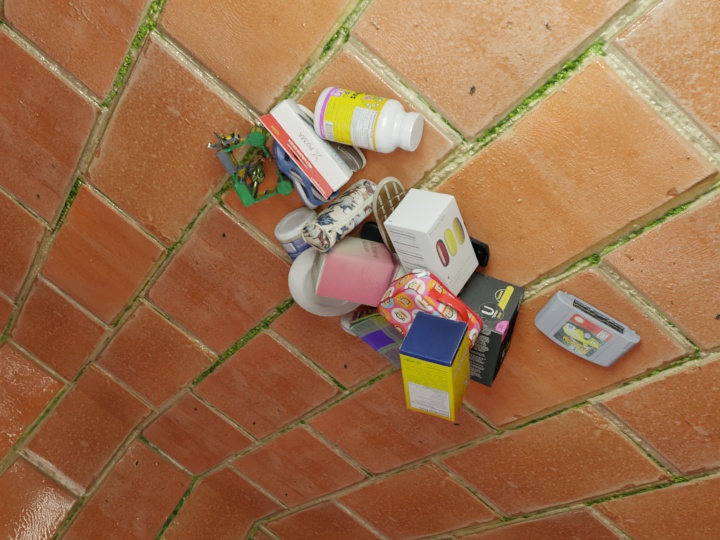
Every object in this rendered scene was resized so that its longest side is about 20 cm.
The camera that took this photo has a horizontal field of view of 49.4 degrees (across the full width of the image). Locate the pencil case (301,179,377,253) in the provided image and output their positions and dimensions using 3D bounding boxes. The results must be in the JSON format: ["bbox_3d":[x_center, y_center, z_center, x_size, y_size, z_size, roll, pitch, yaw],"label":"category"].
[{"bbox_3d":[-0.032,-0.119,1.672,0.089,0.200,0.078,6,129,47],"label":"pencil case"}]

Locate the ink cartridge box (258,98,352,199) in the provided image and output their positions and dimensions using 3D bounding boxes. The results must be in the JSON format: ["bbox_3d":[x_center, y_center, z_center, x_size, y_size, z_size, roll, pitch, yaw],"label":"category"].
[{"bbox_3d":[-0.101,-0.241,1.528,0.045,0.176,0.200,-38,98,14],"label":"ink cartridge box"}]

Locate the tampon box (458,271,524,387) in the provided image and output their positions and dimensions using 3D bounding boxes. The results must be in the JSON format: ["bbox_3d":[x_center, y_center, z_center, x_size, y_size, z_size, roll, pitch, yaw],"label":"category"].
[{"bbox_3d":[0.274,0.132,1.764,0.126,0.150,0.200,20,140,16],"label":"tampon box"}]

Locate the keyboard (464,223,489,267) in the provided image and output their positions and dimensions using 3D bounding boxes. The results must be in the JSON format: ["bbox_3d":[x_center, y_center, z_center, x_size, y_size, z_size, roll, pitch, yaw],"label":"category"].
[{"bbox_3d":[0.194,-0.085,1.682,0.200,0.040,0.104,27,151,19],"label":"keyboard"}]

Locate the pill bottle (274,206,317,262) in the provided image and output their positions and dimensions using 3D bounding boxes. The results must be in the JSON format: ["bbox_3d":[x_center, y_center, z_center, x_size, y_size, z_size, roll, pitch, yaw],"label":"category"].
[{"bbox_3d":[-0.109,-0.044,1.866,0.111,0.111,0.200,-7,128,39],"label":"pill bottle"}]

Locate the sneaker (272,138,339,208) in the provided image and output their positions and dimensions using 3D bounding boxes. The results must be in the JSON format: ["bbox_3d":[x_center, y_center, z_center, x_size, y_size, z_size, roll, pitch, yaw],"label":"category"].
[{"bbox_3d":[-0.118,-0.224,1.712,0.082,0.074,0.200,-7,135,36],"label":"sneaker"}]

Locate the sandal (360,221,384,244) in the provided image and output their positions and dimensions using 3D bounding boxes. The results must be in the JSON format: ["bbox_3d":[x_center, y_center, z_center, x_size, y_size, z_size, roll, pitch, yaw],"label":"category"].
[{"bbox_3d":[0.028,-0.032,1.849,0.075,0.045,0.200,16,125,11],"label":"sandal"}]

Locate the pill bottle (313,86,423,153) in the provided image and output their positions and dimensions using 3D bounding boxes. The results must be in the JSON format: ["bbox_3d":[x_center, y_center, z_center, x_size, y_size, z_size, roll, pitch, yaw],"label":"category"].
[{"bbox_3d":[0.017,-0.288,1.521,0.200,0.104,0.104,16,139,19],"label":"pill bottle"}]

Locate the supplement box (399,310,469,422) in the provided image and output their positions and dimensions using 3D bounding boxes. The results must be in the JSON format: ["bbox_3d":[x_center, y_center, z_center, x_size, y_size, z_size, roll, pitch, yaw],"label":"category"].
[{"bbox_3d":[0.154,0.196,1.587,0.109,0.110,0.200,13,139,21],"label":"supplement box"}]

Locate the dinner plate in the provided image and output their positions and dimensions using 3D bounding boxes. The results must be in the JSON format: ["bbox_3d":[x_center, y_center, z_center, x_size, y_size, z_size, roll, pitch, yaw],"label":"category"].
[{"bbox_3d":[-0.069,0.027,1.834,0.200,0.024,0.200,-3,121,-5],"label":"dinner plate"}]

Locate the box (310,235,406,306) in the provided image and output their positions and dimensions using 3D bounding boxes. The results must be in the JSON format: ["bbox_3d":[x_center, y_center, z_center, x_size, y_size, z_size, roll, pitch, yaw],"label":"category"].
[{"bbox_3d":[0.000,0.000,1.741,0.200,0.128,0.109,11,113,-14],"label":"box"}]

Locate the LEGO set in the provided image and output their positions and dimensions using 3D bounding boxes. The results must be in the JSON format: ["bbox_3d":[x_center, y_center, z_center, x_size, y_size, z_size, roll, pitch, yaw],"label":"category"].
[{"bbox_3d":[-0.237,-0.249,1.763,0.154,0.116,0.200,-28,121,16],"label":"LEGO set"}]

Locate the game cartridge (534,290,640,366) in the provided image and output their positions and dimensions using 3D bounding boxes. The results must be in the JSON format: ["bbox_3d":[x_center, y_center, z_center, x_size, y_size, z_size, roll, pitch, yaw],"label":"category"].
[{"bbox_3d":[0.489,0.133,1.713,0.200,0.041,0.133,30,146,3],"label":"game cartridge"}]

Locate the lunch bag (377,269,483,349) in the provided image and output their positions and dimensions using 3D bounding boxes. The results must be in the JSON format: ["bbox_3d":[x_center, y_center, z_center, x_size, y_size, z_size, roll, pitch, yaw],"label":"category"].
[{"bbox_3d":[0.150,0.091,1.622,0.200,0.082,0.176,43,145,-12],"label":"lunch bag"}]

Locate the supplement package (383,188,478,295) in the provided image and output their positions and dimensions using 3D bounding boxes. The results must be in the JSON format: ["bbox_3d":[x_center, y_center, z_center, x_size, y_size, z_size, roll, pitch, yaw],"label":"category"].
[{"bbox_3d":[0.149,-0.054,1.616,0.109,0.114,0.200,15,147,38],"label":"supplement package"}]

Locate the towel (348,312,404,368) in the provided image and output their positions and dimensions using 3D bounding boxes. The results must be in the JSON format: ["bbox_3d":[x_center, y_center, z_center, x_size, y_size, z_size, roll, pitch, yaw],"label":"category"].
[{"bbox_3d":[0.079,0.174,1.950,0.143,0.023,0.200,-20,129,38],"label":"towel"}]

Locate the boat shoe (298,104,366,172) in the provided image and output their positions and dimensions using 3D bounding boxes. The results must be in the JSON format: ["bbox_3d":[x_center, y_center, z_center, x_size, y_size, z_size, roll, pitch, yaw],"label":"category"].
[{"bbox_3d":[-0.080,-0.267,1.645,0.200,0.060,0.072,38,142,-7],"label":"boat shoe"}]

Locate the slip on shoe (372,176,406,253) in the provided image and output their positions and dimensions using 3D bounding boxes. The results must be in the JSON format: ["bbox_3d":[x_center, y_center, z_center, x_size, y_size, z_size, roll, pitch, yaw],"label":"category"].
[{"bbox_3d":[0.066,-0.127,1.694,0.076,0.061,0.200,-20,135,-2],"label":"slip on shoe"}]

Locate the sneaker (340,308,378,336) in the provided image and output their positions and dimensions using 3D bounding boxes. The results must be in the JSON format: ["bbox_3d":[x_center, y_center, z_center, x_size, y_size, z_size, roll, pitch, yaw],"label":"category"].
[{"bbox_3d":[0.039,0.111,1.962,0.200,0.073,0.114,4,142,16],"label":"sneaker"}]
